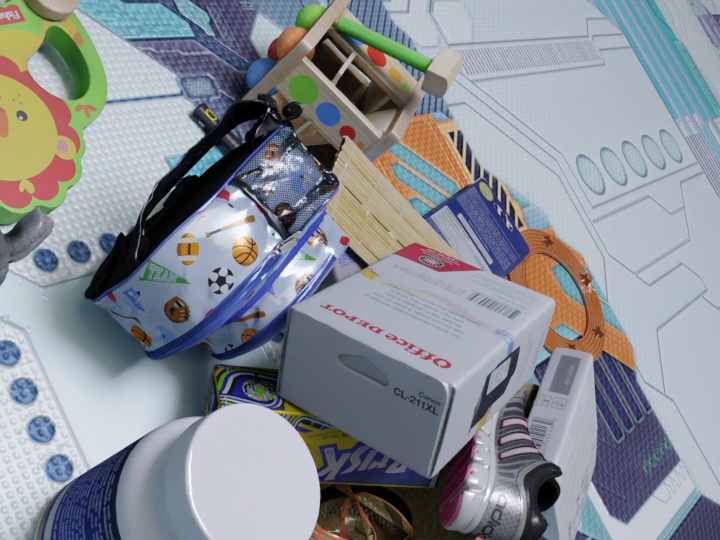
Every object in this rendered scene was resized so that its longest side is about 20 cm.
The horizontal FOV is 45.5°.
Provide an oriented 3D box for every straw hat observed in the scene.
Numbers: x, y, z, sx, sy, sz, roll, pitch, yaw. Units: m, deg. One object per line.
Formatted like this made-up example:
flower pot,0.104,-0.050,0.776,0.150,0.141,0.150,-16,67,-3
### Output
straw hat,-0.004,0.218,0.713,0.199,0.086,0.201,12,18,-4

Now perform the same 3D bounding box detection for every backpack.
backpack,-0.118,-0.013,0.695,0.154,0.200,0.190,50,53,-6

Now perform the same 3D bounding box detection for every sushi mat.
sushi mat,0.031,-0.031,0.823,0.200,0.012,0.096,43,53,-34

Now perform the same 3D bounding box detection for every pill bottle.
pill bottle,-0.121,0.162,0.553,0.115,0.200,0.116,24,50,-32

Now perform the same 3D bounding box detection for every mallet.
mallet,-0.089,-0.096,0.880,0.200,0.041,0.066,51,42,-1

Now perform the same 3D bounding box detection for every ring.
ring,0.272,0.032,1.163,0.200,0.019,0.202,24,50,-32

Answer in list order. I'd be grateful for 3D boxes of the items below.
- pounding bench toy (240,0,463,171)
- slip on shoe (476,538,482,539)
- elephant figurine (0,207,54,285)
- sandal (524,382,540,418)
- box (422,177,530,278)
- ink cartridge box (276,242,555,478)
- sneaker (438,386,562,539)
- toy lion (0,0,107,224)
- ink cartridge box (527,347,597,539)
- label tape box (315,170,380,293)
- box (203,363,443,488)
pounding bench toy,-0.010,-0.210,0.901,0.156,0.200,0.125,44,42,-15
slip on shoe,0.103,0.221,0.839,0.061,0.074,0.201,26,51,-19
elephant figurine,-0.336,-0.031,0.534,0.200,0.142,0.155,39,12,3
sandal,0.175,0.165,0.956,0.211,0.069,0.078,28,77,-54
box,0.131,-0.031,1.053,0.200,0.032,0.122,-34,91,-48
ink cartridge box,0.048,0.061,0.695,0.145,0.083,0.200,24,28,25
sneaker,0.125,0.163,0.723,0.087,0.074,0.200,31,27,1
toy lion,-0.286,-0.138,0.697,0.200,0.068,0.193,-35,98,-50
ink cartridge box,0.211,0.207,0.916,0.161,0.047,0.201,-60,148,-37
label tape box,0.000,0.000,0.838,0.144,0.063,0.201,-25,102,-50
box,-0.026,0.129,0.705,0.198,0.071,0.064,7,24,-19
